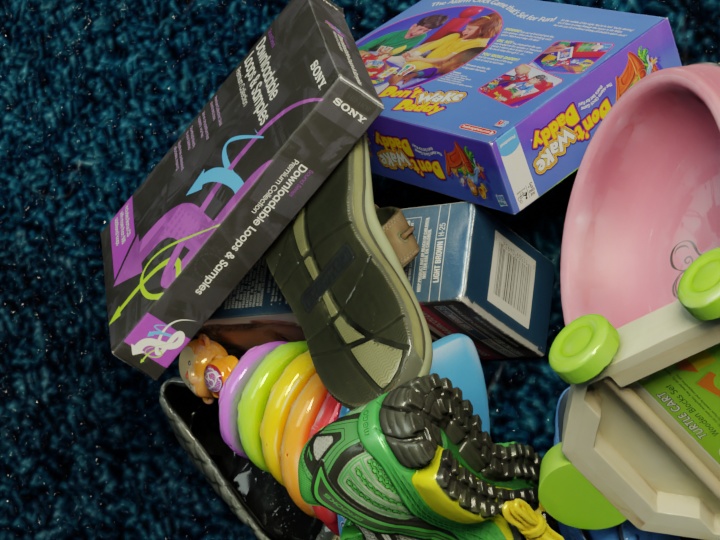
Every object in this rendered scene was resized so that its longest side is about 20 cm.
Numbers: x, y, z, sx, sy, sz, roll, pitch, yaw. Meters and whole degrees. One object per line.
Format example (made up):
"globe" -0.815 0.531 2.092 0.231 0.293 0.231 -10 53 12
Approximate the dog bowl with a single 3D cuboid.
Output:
"dog bowl" 0.167 -0.012 0.866 0.200 0.074 0.201 -173 90 -68

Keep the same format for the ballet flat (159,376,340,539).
"ballet flat" -0.053 0.126 1.028 0.200 0.057 0.067 34 90 41

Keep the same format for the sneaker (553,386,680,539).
"sneaker" 0.130 0.151 0.877 0.066 0.078 0.201 -21 59 23

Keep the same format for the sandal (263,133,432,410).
"sandal" 0.000 0.001 0.920 0.080 0.057 0.201 -44 42 27

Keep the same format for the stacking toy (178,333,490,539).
"stacking toy" -0.035 0.076 0.983 0.200 0.110 0.116 20 123 40

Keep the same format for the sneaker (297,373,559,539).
"sneaker" 0.041 0.117 0.875 0.085 0.200 0.078 -19 49 24

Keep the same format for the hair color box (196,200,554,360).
"hair color box" 0.000 0.013 1.019 0.199 0.100 0.061 -5 66 34

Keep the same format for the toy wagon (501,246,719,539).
"toy wagon" 0.151 0.071 0.795 0.200 0.155 0.040 -29 30 31

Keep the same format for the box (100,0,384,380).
"box" -0.072 -0.053 0.983 0.200 0.036 0.143 -48 26 15

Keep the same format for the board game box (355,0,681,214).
"board game box" 0.065 -0.102 1.000 0.134 0.045 0.200 -35 30 -23
